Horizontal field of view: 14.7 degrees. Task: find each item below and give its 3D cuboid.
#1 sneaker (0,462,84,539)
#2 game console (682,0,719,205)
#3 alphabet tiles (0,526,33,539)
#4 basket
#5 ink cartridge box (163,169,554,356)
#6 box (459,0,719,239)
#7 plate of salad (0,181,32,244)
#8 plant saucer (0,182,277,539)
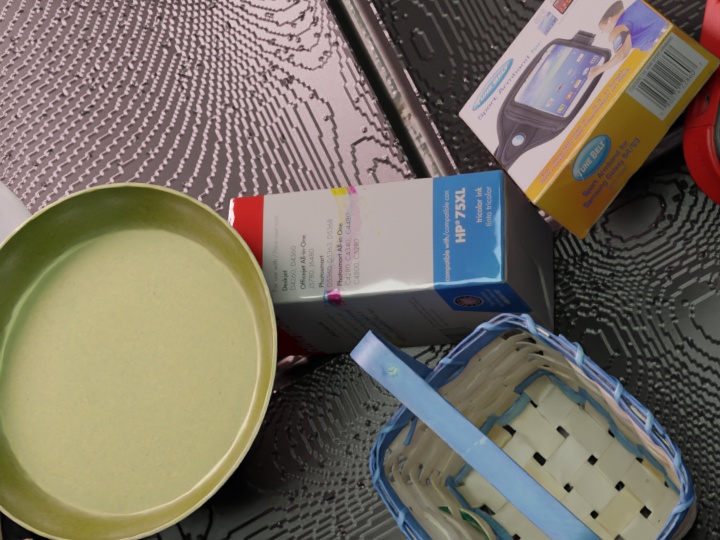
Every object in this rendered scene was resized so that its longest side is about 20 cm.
[{"bbox_3d":[-0.154,0.095,1.596,0.070,0.108,0.201,12,78,21],"label":"sneaker"},{"bbox_3d":[0.263,-0.115,1.508,0.031,0.176,0.201,-11,64,62],"label":"game console"},{"bbox_3d":[-0.230,0.216,1.572,0.200,0.006,0.168,-21,74,50],"label":"alphabet tiles"},{"bbox_3d":[0.089,0.110,1.457,0.139,0.200,0.176,-47,64,0],"label":"basket"},{"bbox_3d":[0.000,0.000,1.569,0.199,0.116,0.068,-5,73,17],"label":"ink cartridge box"},{"bbox_3d":[0.118,-0.103,1.531,0.119,0.041,0.200,-53,22,8],"label":"box"},{"bbox_3d":[-0.275,0.026,1.667,0.199,0.048,0.202,1,94,13],"label":"plate of salad"},{"bbox_3d":[-0.132,0.053,1.523,0.199,0.031,0.201,-5,75,20],"label":"plant saucer"}]
